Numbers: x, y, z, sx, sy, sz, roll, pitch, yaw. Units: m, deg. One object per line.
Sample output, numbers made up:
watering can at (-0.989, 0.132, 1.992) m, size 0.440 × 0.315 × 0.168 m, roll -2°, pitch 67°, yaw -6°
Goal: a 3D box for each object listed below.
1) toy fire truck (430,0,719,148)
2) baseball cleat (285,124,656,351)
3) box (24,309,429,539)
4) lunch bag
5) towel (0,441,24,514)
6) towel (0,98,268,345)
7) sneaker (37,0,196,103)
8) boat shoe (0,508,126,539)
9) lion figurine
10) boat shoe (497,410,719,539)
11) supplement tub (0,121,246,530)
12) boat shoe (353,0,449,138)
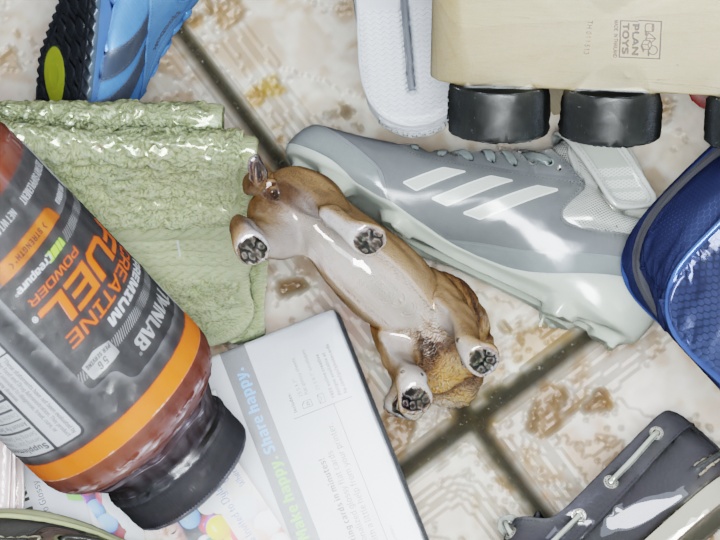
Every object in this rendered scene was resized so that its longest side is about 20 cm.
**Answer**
toy fire truck at (0.128, -0.111, 1.375) m, size 0.176 × 0.200 × 0.129 m, roll 2°, pitch 107°, yaw 7°
baseball cleat at (0.066, -0.041, 1.466) m, size 0.200 × 0.070 × 0.106 m, roll 29°, pitch 80°, yaw -3°
box at (-0.076, 0.127, 1.467) m, size 0.200 × 0.041 × 0.156 m, roll -21°, pitch 83°, yaw 3°
lunch bag at (0.230, 0.020, 1.399) m, size 0.136 × 0.132 × 0.200 m, roll -44°, pitch 101°, yaw 4°
towel at (-0.260, 0.150, 1.463) m, size 0.200 × 0.032 × 0.191 m, roll 3°, pitch 89°, yaw 16°
towel at (-0.144, -0.022, 1.441) m, size 0.200 × 0.148 × 0.037 m, roll 3°, pitch 42°, yaw 7°
sneaker at (-0.108, -0.126, 1.451) m, size 0.078 × 0.066 × 0.200 m, roll -2°, pitch 120°, yaw -29°
boat shoe at (-0.130, 0.156, 1.397) m, size 0.201 × 0.066 × 0.072 m, roll 9°, pitch 90°, yaw -9°
lion figurine at (0.000, 0.000, 1.398) m, size 0.072 × 0.123 × 0.200 m, roll -36°, pitch 115°, yaw 5°
boat shoe at (0.095, 0.143, 1.445) m, size 0.200 × 0.073 × 0.063 m, roll -35°, pitch 71°, yaw -4°
supplement tub at (-0.142, 0.031, 1.384) m, size 0.107 × 0.107 × 0.200 m, roll -43°, pitch 112°, yaw -1°
boat shoe at (0.020, -0.162, 1.423) m, size 0.072 × 0.071 × 0.200 m, roll 2°, pitch 87°, yaw 0°
